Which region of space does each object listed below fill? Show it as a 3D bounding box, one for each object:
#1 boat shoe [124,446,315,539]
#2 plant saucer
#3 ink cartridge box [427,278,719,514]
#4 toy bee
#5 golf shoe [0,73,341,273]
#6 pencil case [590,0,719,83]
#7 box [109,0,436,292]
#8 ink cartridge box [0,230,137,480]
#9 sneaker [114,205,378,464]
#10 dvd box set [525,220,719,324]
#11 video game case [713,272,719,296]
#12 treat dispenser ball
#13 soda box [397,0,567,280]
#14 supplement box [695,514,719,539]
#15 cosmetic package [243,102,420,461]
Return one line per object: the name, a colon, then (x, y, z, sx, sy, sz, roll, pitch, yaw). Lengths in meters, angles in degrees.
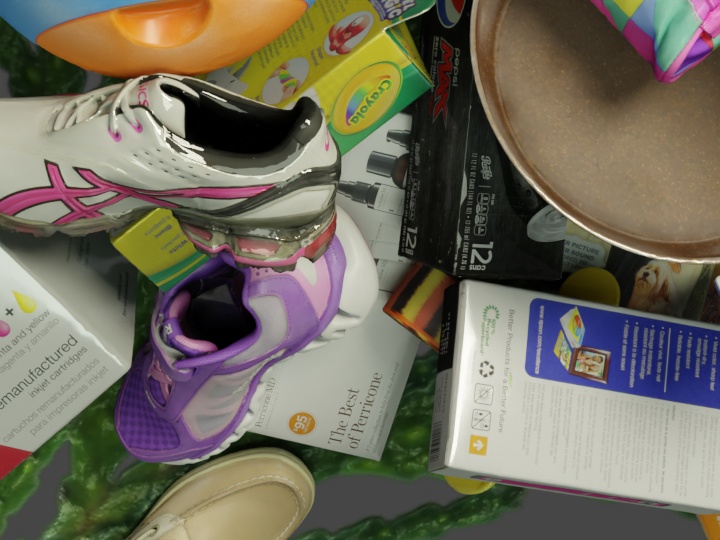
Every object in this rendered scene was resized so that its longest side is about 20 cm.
boat shoe: (-0.109, 0.175, 1.290, 0.199, 0.065, 0.072, -33, 113, 11)
plant saucer: (0.143, -0.093, 1.070, 0.199, 0.202, 0.035, 13, 158, -10)
ink cartridge box: (0.134, 0.068, 1.152, 0.198, 0.037, 0.096, 10, 77, -15)
toy bee: (0.109, 0.062, 1.204, 0.199, 0.109, 0.132, 12, 101, -34)
golf shoe: (-0.106, -0.062, 1.046, 0.198, 0.073, 0.093, 7, 137, 3)
pencil case: (0.099, -0.178, 1.027, 0.200, 0.088, 0.088, 44, 106, 4)
box: (-0.043, -0.090, 1.143, 0.200, 0.118, 0.048, -38, 124, 14)
ink cartridge box: (-0.232, -0.004, 1.155, 0.145, 0.145, 0.200, -39, 111, 14)
sneaker: (-0.081, 0.037, 1.186, 0.200, 0.088, 0.081, -43, 70, 38)
dvd box set: (0.170, -0.071, 1.216, 0.145, 0.029, 0.201, 17, 113, -12)
video game case: (0.270, -0.019, 1.114, 0.180, 0.200, 0.046, -24, 89, 14)
treat dispenser ball: (-0.097, -0.190, 1.049, 0.199, 0.201, 0.202, -2, 115, -3)
soda box: (0.069, -0.099, 1.133, 0.063, 0.071, 0.202, 2, 98, -24)
supplement box: (0.273, 0.084, 1.271, 0.199, 0.074, 0.127, -24, 114, 7)
cosmetic package: (0.000, 0.000, 1.226, 0.082, 0.051, 0.201, 14, 113, -9)
